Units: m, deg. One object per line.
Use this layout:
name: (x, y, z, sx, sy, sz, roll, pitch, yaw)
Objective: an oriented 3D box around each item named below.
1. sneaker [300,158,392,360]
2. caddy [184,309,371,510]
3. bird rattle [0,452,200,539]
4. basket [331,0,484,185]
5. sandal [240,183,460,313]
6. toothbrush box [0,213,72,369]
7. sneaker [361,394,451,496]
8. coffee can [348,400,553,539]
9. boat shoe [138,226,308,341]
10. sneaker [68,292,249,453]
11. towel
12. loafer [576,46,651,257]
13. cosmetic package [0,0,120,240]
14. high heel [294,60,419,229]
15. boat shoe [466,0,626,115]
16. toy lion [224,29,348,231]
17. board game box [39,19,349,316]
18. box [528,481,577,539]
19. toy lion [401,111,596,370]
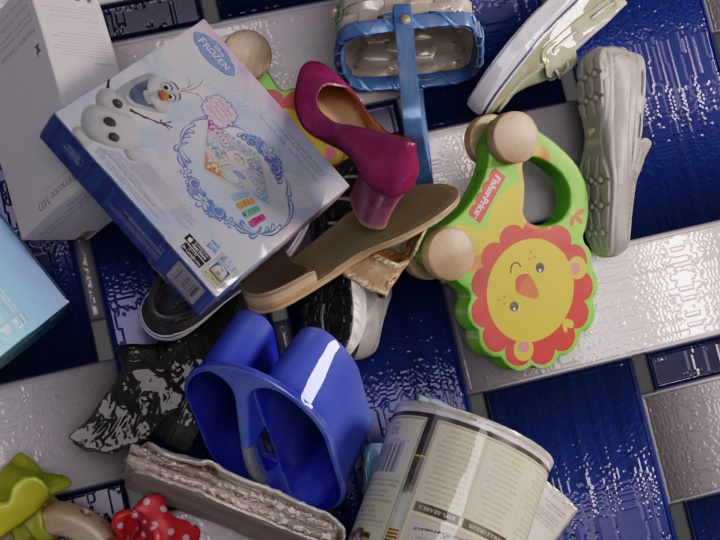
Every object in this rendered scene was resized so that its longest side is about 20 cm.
sneaker: (-0.003, -0.013, 1.428, 0.073, 0.079, 0.202, 9, 88, 36)
caddy: (-0.072, 0.130, 1.332, 0.140, 0.201, 0.105, 13, 53, 24)
bird rattle: (-0.248, 0.249, 1.347, 0.198, 0.113, 0.164, 22, 110, -7)
basket: (0.045, -0.191, 1.416, 0.138, 0.176, 0.202, -9, 73, 2)
sandal: (-0.002, -0.002, 1.351, 0.210, 0.078, 0.070, -27, 122, -15)
toothbrush box: (-0.376, 0.038, 1.361, 0.200, 0.085, 0.147, -40, 90, -12)
sneaker: (0.025, 0.203, 1.407, 0.082, 0.074, 0.201, 34, 70, 7)
coffee can: (0.063, 0.230, 1.290, 0.145, 0.146, 0.202, 23, 74, -4)
boat shoe: (-0.116, -0.017, 1.368, 0.200, 0.066, 0.070, -39, 84, -17)
sneaker: (-0.175, 0.084, 1.395, 0.103, 0.060, 0.201, 24, 79, -4)
towel: (-0.114, 0.201, 1.351, 0.198, 0.133, 0.035, 23, 72, -5)
loafer: (0.248, -0.113, 1.478, 0.069, 0.070, 0.202, 1, 91, -24)
cosmetic package: (-0.265, -0.138, 1.363, 0.081, 0.113, 0.202, 1, 62, -46)
high heel: (0.001, -0.137, 1.347, 0.067, 0.097, 0.201, -5, 50, -31)
boat shoe: (0.182, -0.217, 1.485, 0.062, 0.072, 0.200, 42, 76, 2)
toy lion: (-0.115, -0.109, 1.437, 0.199, 0.069, 0.193, -30, 94, -11)
board game box: (-0.137, -0.092, 1.319, 0.200, 0.043, 0.199, 49, 48, 0)
box: (0.105, 0.272, 1.398, 0.068, 0.082, 0.200, 40, 77, -1)
toy lion: (0.148, -0.018, 1.436, 0.191, 0.069, 0.201, 34, 78, -20)
